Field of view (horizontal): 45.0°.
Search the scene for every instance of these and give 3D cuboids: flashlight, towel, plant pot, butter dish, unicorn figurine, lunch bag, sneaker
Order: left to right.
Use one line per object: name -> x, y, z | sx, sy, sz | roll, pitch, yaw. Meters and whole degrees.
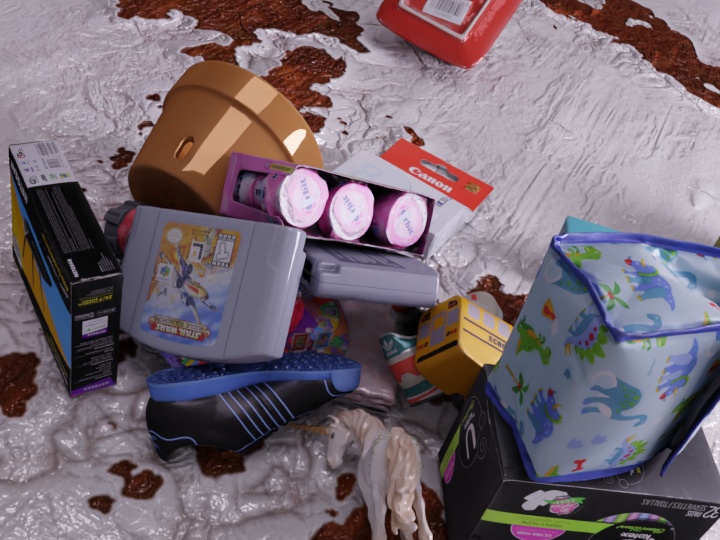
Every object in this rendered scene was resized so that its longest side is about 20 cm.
flashlight -> -0.182, -0.024, 0.888 | 0.199, 0.068, 0.068 | 17, 33, 37
plant pot -> -0.160, -0.108, 0.963 | 0.200, 0.200, 0.140 | 28, 60, 13
sneaker -> -0.095, 0.124, 0.796 | 0.199, 0.078, 0.070 | -4, 12, -16
towel -> -0.048, 0.055, 0.925 | 0.199, 0.032, 0.191 | 14, 42, -2
unicorn figurine -> 0.015, 0.178, 0.748 | 0.074, 0.200, 0.138 | -1, 71, -27
sneaker -> 0.083, 0.053, 0.904 | 0.094, 0.070, 0.200 | 55, 39, -8
butter dish -> 0.159, -0.427, 1.448 | 0.200, 0.148, 0.200 | 33, 84, 16
lunch bag -> 0.222, 0.067, 0.666 | 0.199, 0.170, 0.128 | -3, 44, -23

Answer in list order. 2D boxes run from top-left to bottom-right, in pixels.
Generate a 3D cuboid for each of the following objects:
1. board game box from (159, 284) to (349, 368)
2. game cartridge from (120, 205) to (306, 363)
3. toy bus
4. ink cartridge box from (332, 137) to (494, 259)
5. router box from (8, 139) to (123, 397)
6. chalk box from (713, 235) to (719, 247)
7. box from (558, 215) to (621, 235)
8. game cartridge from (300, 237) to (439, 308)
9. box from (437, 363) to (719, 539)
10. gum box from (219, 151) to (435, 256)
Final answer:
board game box -> -0.107, 0.038, 0.871 | 0.199, 0.039, 0.158 | -5, 46, -22
game cartridge -> -0.148, 0.015, 0.802 | 0.199, 0.042, 0.134 | 9, 79, 31
toy bus -> 0.146, 0.105, 0.841 | 0.200, 0.065, 0.079 | 29, 50, -27
ink cartridge box -> 0.073, -0.115, 1.138 | 0.160, 0.047, 0.200 | 31, 45, 16
router box -> -0.282, -0.005, 0.823 | 0.051, 0.150, 0.200 | -13, 48, -30
chalk box -> 0.550, -0.037, 1.093 | 0.124, 0.200, 0.124 | 1, 43, -18
box -> 0.333, 0.005, 1.067 | 0.199, 0.082, 0.049 | 18, 40, 1
game cartridge -> 0.000, 0.000, 0.873 | 0.133, 0.041, 0.200 | 2, 9, -16
box -> 0.186, 0.183, 0.770 | 0.199, 0.149, 0.125 | 7, 43, -10
gum box -> -0.036, -0.067, 0.885 | 0.200, 0.066, 0.113 | 9, 5, -42
